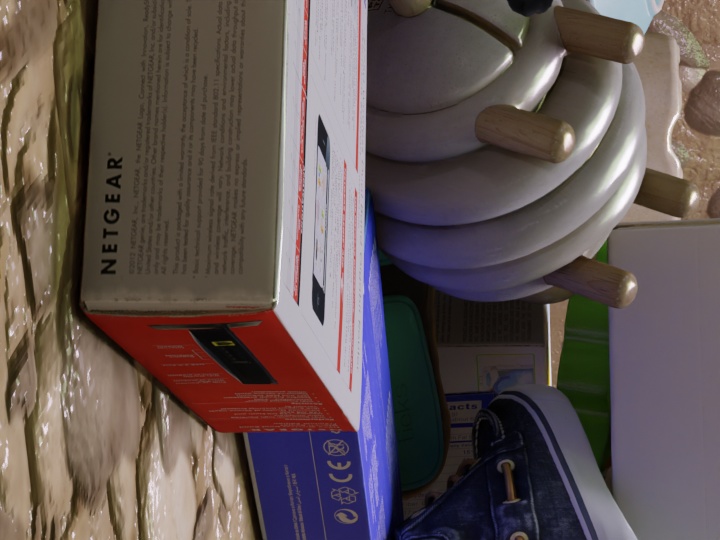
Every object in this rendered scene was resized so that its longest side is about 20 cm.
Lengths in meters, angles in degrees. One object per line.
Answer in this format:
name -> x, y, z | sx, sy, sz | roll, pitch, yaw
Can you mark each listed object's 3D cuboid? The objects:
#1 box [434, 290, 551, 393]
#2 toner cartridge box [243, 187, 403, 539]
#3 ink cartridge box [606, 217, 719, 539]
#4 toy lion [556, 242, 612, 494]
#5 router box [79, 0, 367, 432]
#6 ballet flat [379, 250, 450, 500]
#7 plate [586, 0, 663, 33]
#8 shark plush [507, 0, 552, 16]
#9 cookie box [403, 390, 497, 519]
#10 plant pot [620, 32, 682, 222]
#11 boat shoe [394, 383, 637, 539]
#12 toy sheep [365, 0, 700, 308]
box -> 0.060, 0.075, 1.142 | 0.113, 0.101, 0.200 | -84, 171, -45
toner cartridge box -> -0.012, 0.073, 0.757 | 0.095, 0.043, 0.200 | -86, 172, -45
ink cartridge box -> 0.165, 0.059, 0.885 | 0.200, 0.083, 0.145 | 25, 64, -74
toy lion -> 0.126, 0.084, 1.003 | 0.200, 0.068, 0.192 | 74, 28, -51
router box -> -0.031, -0.064, 0.566 | 0.180, 0.049, 0.201 | 67, 23, -74
ballet flat -> 0.000, 0.000, 0.858 | 0.063, 0.068, 0.201 | -158, -115, -67
plate -> 0.119, -0.179, 0.851 | 0.200, 0.025, 0.201 | 1, 90, -76
shark plush -> 0.006, -0.160, 0.671 | 0.083, 0.091, 0.200 | 45, 29, -60
cookie box -> 0.038, 0.190, 0.983 | 0.200, 0.075, 0.171 | -84, 169, -46
plant pot -> 0.113, -0.085, 1.271 | 0.200, 0.183, 0.201 | -1, 90, -84
boat shoe -> 0.053, 0.104, 0.815 | 0.200, 0.091, 0.071 | -115, -158, -69
toy sheep -> 0.048, -0.056, 0.755 | 0.200, 0.138, 0.138 | 65, 22, -44
